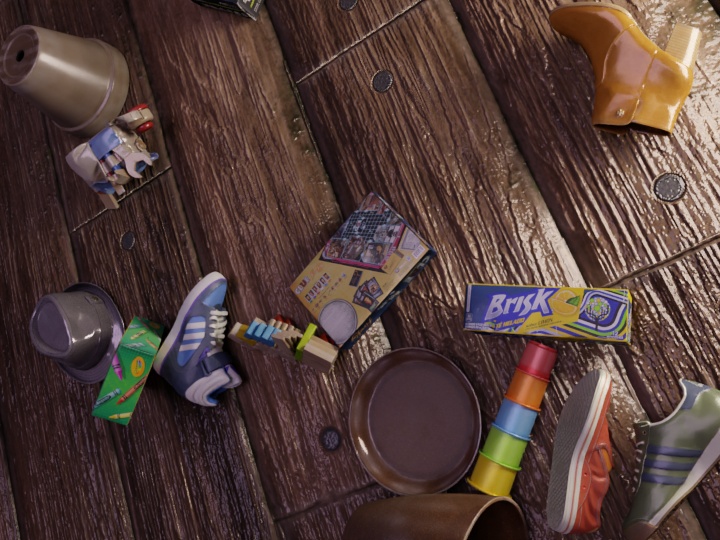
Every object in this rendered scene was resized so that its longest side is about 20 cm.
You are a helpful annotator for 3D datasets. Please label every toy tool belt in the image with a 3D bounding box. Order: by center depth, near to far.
[{"bbox_3d":[-0.432,-0.204,1.185,0.200,0.125,0.123,-27,102,24],"label":"toy tool belt"}]

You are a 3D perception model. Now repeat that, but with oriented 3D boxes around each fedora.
[{"bbox_3d":[-0.538,0.111,1.188,0.177,0.090,0.200,-48,65,13],"label":"fedora"}]

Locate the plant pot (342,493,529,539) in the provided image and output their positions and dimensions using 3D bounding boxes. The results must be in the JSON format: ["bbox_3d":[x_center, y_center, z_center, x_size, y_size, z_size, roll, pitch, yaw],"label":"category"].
[{"bbox_3d":[0.080,0.360,0.807,0.199,0.187,0.188,-2,81,41],"label":"plant pot"}]

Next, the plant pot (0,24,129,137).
[{"bbox_3d":[-0.584,-0.380,1.243,0.199,0.173,0.201,-5,79,27],"label":"plant pot"}]

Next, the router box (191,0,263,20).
[{"bbox_3d":[-0.220,-0.565,1.150,0.150,0.062,0.201,24,93,26],"label":"router box"}]

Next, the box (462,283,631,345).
[{"bbox_3d":[0.236,0.055,0.819,0.199,0.070,0.065,1,80,27],"label":"box"}]

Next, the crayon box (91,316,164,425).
[{"bbox_3d":[-0.373,0.156,1.048,0.058,0.200,0.119,22,92,-15],"label":"crayon box"}]

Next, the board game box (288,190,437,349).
[{"bbox_3d":[0.000,0.000,0.967,0.200,0.035,0.136,-48,65,13],"label":"board game box"}]

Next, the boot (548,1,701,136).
[{"bbox_3d":[0.318,-0.255,0.825,0.201,0.071,0.144,22,89,23],"label":"boot"}]

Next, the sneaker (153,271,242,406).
[{"bbox_3d":[-0.234,0.121,1.050,0.146,0.081,0.200,31,90,15],"label":"sneaker"}]

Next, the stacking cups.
[{"bbox_3d":[0.196,0.187,0.827,0.060,0.060,0.201,18,89,28],"label":"stacking cups"}]

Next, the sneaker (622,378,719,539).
[{"bbox_3d":[0.351,0.215,0.745,0.090,0.067,0.200,41,101,33],"label":"sneaker"}]

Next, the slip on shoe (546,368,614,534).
[{"bbox_3d":[0.277,0.220,0.783,0.061,0.074,0.201,14,81,-7],"label":"slip on shoe"}]

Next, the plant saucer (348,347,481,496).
[{"bbox_3d":[0.076,0.209,0.893,0.200,0.032,0.201,-6,77,29],"label":"plant saucer"}]

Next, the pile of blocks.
[{"bbox_3d":[-0.115,0.095,0.985,0.199,0.082,0.062,13,58,25],"label":"pile of blocks"}]
